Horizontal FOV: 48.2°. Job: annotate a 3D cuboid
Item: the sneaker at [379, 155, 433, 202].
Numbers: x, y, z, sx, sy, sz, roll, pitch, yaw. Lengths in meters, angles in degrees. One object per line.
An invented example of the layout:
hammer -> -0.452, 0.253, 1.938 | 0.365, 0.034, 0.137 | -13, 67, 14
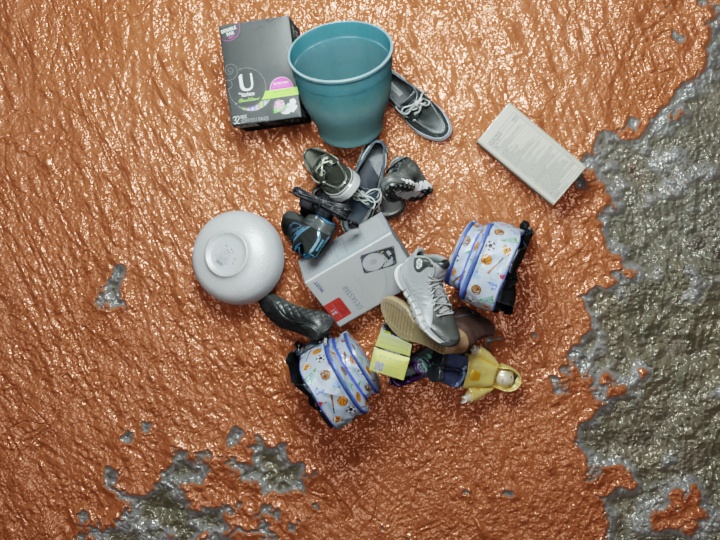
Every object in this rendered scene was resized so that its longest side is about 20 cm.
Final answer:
sneaker -> 0.077, -0.186, 1.600 | 0.066, 0.200, 0.091 | -32, 80, 23

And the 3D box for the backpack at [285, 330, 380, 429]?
backpack -> -0.046, 0.225, 1.631 | 0.154, 0.191, 0.200 | -36, 100, 12

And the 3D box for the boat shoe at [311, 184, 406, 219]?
boat shoe -> -0.005, -0.142, 1.671 | 0.199, 0.057, 0.067 | 9, 96, 5

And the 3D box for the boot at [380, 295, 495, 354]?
boot -> 0.157, 0.101, 1.642 | 0.200, 0.166, 0.073 | 34, 122, 32

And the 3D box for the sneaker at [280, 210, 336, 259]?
sneaker -> -0.121, -0.070, 1.620 | 0.073, 0.200, 0.082 | 27, 83, -23

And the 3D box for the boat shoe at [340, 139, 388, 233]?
boat shoe -> 0.009, -0.166, 1.618 | 0.075, 0.062, 0.201 | 22, 92, -3

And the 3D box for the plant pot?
plant pot -> -0.029, -0.350, 1.570 | 0.199, 0.201, 0.188 | -2, 138, 6

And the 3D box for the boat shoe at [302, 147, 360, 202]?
boat shoe -> -0.066, -0.195, 1.601 | 0.064, 0.200, 0.071 | 39, 92, -33

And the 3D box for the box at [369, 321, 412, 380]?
box -> 0.065, 0.158, 1.617 | 0.075, 0.200, 0.050 | 16, 103, 2

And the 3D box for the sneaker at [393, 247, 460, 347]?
sneaker -> 0.144, 0.040, 1.526 | 0.200, 0.075, 0.116 | 56, 132, 24

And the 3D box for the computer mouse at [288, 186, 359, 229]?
computer mouse -> -0.059, -0.118, 1.591 | 0.140, 0.200, 0.046 | 25, 80, 10

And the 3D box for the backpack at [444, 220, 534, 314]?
backpack -> 0.252, -0.013, 1.584 | 0.154, 0.191, 0.201 | 15, 97, 5

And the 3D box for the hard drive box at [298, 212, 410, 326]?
hard drive box -> 0.000, 0.000, 1.635 | 0.200, 0.077, 0.156 | -30, 131, 8

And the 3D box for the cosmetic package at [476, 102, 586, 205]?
cosmetic package -> 0.340, -0.233, 1.616 | 0.200, 0.087, 0.103 | 41, 99, 0

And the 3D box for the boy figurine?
boy figurine -> 0.237, 0.216, 1.647 | 0.199, 0.064, 0.125 | 15, 90, -19

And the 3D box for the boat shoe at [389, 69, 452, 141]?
boat shoe -> 0.108, -0.341, 1.638 | 0.074, 0.068, 0.199 | -42, 90, 7

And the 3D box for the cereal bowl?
cereal bowl -> -0.263, -0.030, 1.672 | 0.199, 0.083, 0.201 | -1, 84, 12

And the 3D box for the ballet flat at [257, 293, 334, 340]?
ballet flat -> -0.139, 0.092, 1.680 | 0.200, 0.057, 0.067 | 24, 136, 33

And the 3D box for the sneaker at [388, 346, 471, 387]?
sneaker -> 0.149, 0.191, 1.670 | 0.200, 0.088, 0.075 | -31, 92, 7

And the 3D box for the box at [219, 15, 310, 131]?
box -> -0.192, -0.396, 1.633 | 0.148, 0.124, 0.201 | -6, 94, 6
